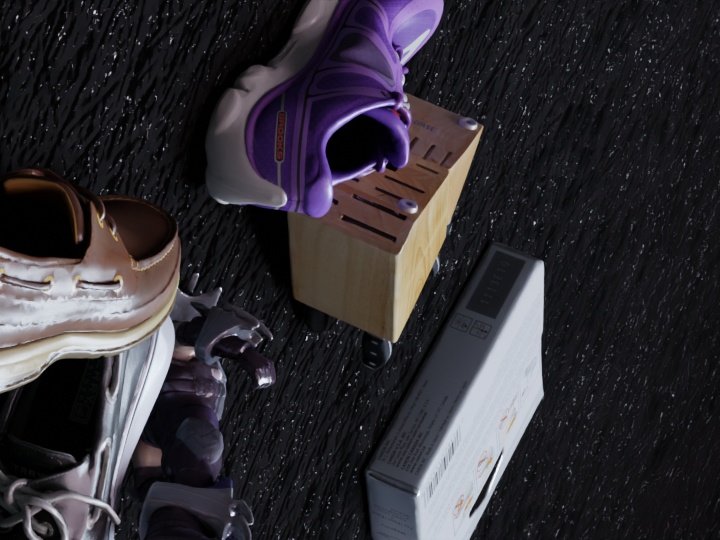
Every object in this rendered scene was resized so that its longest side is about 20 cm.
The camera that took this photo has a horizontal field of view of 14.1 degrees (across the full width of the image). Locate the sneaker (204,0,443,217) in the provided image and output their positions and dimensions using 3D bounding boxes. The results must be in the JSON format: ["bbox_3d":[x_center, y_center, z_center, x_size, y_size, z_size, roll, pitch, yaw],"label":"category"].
[{"bbox_3d":[-0.003,-0.083,1.445,0.200,0.083,0.081,-53,158,-45],"label":"sneaker"}]

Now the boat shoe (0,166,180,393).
[{"bbox_3d":[-0.124,-0.005,1.175,0.200,0.072,0.068,-26,136,-63],"label":"boat shoe"}]

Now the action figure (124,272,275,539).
[{"bbox_3d":[-0.076,0.089,1.352,0.200,0.069,0.130,-101,-165,-51],"label":"action figure"}]

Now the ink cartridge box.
[{"bbox_3d":[0.067,0.108,1.978,0.200,0.043,0.174,-60,162,-28],"label":"ink cartridge box"}]

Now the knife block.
[{"bbox_3d":[0.000,0.000,1.551,0.200,0.064,0.176,-54,165,-61],"label":"knife block"}]

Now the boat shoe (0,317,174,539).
[{"bbox_3d":[-0.135,0.093,1.263,0.200,0.073,0.068,-68,157,-9],"label":"boat shoe"}]
